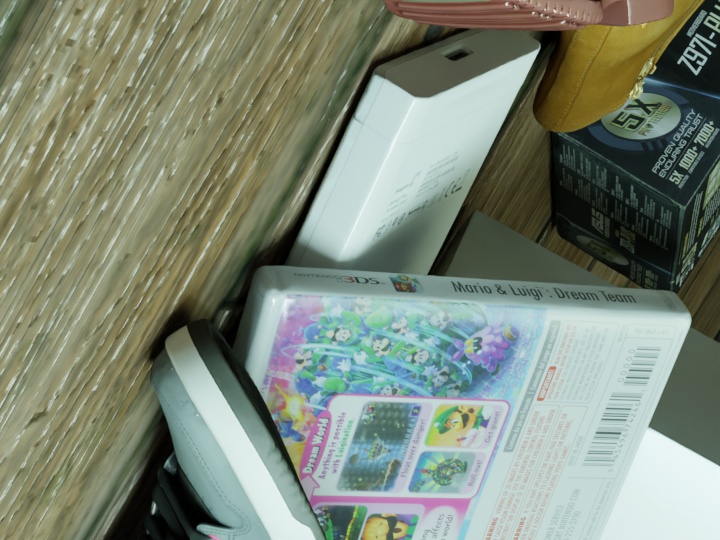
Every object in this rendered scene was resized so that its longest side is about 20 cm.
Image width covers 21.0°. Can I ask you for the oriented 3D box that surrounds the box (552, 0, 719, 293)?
[{"bbox_3d":[0.189,-0.092,1.111,0.164,0.086,0.200,-56,166,-9],"label":"box"}]

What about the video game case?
[{"bbox_3d":[0.020,0.090,0.775,0.180,0.024,0.201,4,122,-24],"label":"video game case"}]

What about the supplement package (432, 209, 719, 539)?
[{"bbox_3d":[0.080,0.117,0.924,0.201,0.190,0.147,-62,179,22],"label":"supplement package"}]

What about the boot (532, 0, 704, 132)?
[{"bbox_3d":[0.150,-0.159,0.898,0.201,0.071,0.144,-45,167,-33],"label":"boot"}]

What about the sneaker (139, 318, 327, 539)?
[{"bbox_3d":[-0.069,0.117,0.700,0.120,0.084,0.201,-23,125,-6],"label":"sneaker"}]

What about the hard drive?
[{"bbox_3d":[0.000,0.000,0.785,0.132,0.027,0.201,-32,150,-61],"label":"hard drive"}]

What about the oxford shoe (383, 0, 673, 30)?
[{"bbox_3d":[0.060,-0.124,0.688,0.200,0.070,0.076,-21,115,-65],"label":"oxford shoe"}]
